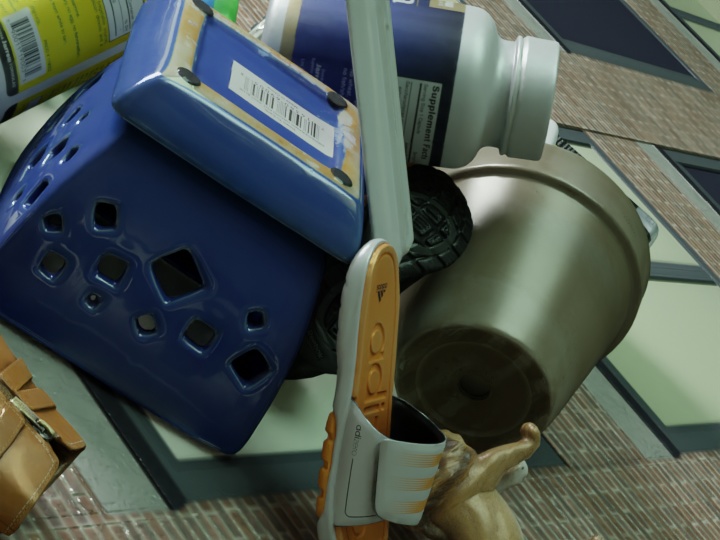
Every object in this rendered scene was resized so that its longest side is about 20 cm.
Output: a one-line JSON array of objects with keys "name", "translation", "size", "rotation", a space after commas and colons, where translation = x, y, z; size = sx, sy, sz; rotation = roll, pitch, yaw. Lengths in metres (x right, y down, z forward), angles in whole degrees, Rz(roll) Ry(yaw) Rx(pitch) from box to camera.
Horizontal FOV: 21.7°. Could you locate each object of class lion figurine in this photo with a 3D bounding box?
[{"name": "lion figurine", "translation": [0.080, 0.175, 1.179], "size": [0.122, 0.073, 0.201], "rotation": [-23, 67, -27]}]

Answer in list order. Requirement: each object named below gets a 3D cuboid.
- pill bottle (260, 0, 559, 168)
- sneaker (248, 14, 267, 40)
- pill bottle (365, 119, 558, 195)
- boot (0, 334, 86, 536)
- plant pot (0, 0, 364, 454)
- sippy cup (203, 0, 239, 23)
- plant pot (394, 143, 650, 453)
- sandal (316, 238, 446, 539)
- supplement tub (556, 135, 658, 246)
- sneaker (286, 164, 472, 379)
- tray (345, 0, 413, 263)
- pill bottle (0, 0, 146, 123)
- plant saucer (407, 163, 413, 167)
[{"name": "pill bottle", "translation": [0.032, -0.131, 1.277], "size": [0.198, 0.112, 0.111], "rotation": [9, 25, 0]}, {"name": "sneaker", "translation": [-0.069, -0.116, 1.364], "size": [0.086, 0.199, 0.078], "rotation": [41, -18, 33]}, {"name": "pill bottle", "translation": [0.054, -0.104, 1.557], "size": [0.198, 0.115, 0.114], "rotation": [21, 23, 0]}, {"name": "boot", "translation": [-0.202, 0.041, 0.979], "size": [0.155, 0.077, 0.200], "rotation": [36, 25, -5]}, {"name": "plant pot", "translation": [-0.103, -0.043, 1.162], "size": [0.199, 0.180, 0.201], "rotation": [33, 22, -15]}, {"name": "sippy cup", "translation": [-0.176, -0.198, 1.419], "size": [0.129, 0.177, 0.141], "rotation": [14, 66, -26]}, {"name": "plant pot", "translation": [0.102, 0.033, 1.363], "size": [0.199, 0.200, 0.174], "rotation": [35, 38, -10]}, {"name": "sandal", "translation": [0.018, 0.088, 1.097], "size": [0.059, 0.209, 0.079], "rotation": [8, 10, 25]}, {"name": "supplement tub", "translation": [0.157, -0.057, 1.673], "size": [0.200, 0.123, 0.122], "rotation": [42, 22, 6]}, {"name": "sneaker", "translation": [0.000, 0.000, 1.278], "size": [0.076, 0.091, 0.200], "rotation": [51, 54, -8]}, {"name": "tray", "translation": [0.013, -0.094, 1.171], "size": [0.022, 0.202, 0.107], "rotation": [-5, 7, 6]}, {"name": "pill bottle", "translation": [-0.203, -0.178, 1.243], "size": [0.199, 0.113, 0.113], "rotation": [-32, 70, -35]}, {"name": "plant saucer", "translation": [0.104, -0.041, 1.473], "size": [0.199, 0.200, 0.038], "rotation": [36, 54, -9]}]
